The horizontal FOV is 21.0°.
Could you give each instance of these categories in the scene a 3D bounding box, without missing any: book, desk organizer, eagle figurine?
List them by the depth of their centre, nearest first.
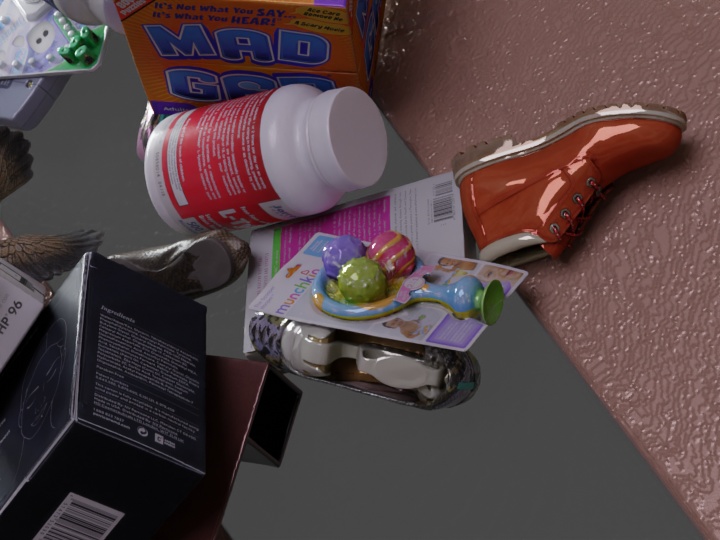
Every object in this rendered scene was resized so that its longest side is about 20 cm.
[{"bbox_3d":[-0.120,0.173,1.588,0.076,0.072,0.201,5,68,29],"label":"desk organizer"},{"bbox_3d":[0.000,0.000,1.630,0.199,0.048,0.135,-15,56,21],"label":"book"},{"bbox_3d":[-0.356,-0.021,1.753,0.200,0.152,0.151,-40,30,9],"label":"eagle figurine"}]

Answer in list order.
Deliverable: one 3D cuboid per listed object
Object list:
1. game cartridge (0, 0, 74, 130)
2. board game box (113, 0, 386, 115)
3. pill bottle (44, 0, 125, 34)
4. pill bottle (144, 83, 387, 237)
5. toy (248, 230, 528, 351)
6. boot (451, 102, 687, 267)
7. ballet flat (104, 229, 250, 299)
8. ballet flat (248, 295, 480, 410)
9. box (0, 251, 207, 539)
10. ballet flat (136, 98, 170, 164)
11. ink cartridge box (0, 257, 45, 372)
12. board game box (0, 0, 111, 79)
[{"bbox_3d":[-0.335,-0.235,1.955,0.132,0.042,0.201,13,71,30],"label":"game cartridge"},{"bbox_3d":[-0.086,-0.263,1.687,0.198,0.200,0.201,5,66,8],"label":"board game box"},{"bbox_3d":[-0.266,-0.298,1.828,0.200,0.111,0.111,36,85,36],"label":"pill bottle"},{"bbox_3d":[-0.080,-0.097,1.667,0.199,0.112,0.113,-10,59,36],"label":"pill bottle"},{"bbox_3d":[0.020,0.002,1.540,0.199,0.048,0.115,13,39,27],"label":"toy"},{"bbox_3d":[0.174,-0.065,1.556,0.199,0.075,0.108,-19,65,25],"label":"boot"},{"bbox_3d":[-0.166,0.001,1.707,0.199,0.046,0.068,-18,99,43],"label":"ballet flat"},{"bbox_3d":[-0.004,0.064,1.546,0.199,0.072,0.073,13,71,16],"label":"ballet flat"},{"bbox_3d":[-0.222,0.132,1.561,0.200,0.123,0.197,-49,29,31],"label":"box"},{"bbox_3d":[-0.163,-0.187,1.818,0.071,0.069,0.201,1,64,52],"label":"ballet flat"},{"bbox_3d":[-0.316,0.052,1.595,0.116,0.068,0.200,-57,9,-1],"label":"ink cartridge box"},{"bbox_3d":[-0.322,-0.285,1.937,0.199,0.026,0.201,-1,64,29],"label":"board game box"}]
